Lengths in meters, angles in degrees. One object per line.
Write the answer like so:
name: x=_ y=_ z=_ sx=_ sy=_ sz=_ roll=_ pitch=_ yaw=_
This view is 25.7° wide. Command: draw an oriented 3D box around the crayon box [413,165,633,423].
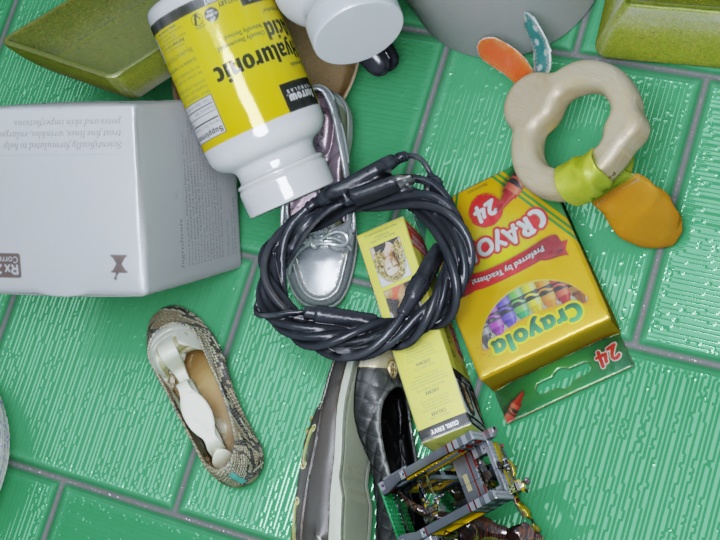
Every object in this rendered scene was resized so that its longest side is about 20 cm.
crayon box: x=0.141 y=0.015 z=1.373 sx=0.126 sy=0.051 sz=0.201 roll=-27 pitch=67 yaw=11

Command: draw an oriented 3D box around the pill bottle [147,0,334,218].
pill bottle: x=-0.098 y=-0.153 z=1.372 sx=0.111 sy=0.111 sz=0.201 roll=-23 pitch=93 yaw=13

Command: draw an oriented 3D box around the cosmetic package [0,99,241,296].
cosmetic package: x=-0.224 y=-0.071 z=1.431 sx=0.164 sy=0.200 sz=0.166 roll=0 pitch=97 yaw=20

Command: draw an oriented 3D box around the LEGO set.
LEGO set: x=0.113 y=0.213 z=1.264 sx=0.116 sy=0.153 sz=0.201 roll=-33 pitch=56 yaw=27

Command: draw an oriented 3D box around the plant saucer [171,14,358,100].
plant saucer: x=-0.087 y=-0.199 z=1.535 sx=0.199 sy=0.035 sz=0.202 roll=-6 pitch=71 yaw=18

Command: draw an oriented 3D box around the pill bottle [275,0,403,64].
pill bottle: x=-0.033 y=-0.280 z=1.355 sx=0.111 sy=0.112 sz=0.201 roll=-27 pitch=63 yaw=11

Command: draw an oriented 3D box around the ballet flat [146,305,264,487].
ballet flat: x=-0.151 y=0.105 z=1.441 sx=0.068 sy=0.075 sz=0.201 roll=-34 pitch=65 yaw=9

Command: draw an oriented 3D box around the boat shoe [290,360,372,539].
boat shoe: x=-0.024 y=0.157 z=1.378 sx=0.060 sy=0.072 sz=0.203 roll=-7 pitch=63 yaw=30

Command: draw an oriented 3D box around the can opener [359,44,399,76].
can opener: x=-0.032 y=-0.263 z=1.460 sx=0.078 sy=0.063 sz=0.201 roll=-34 pitch=88 yaw=34

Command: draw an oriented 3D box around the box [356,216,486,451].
box: x=0.055 y=0.059 z=1.380 sx=0.050 sy=0.075 sz=0.201 roll=-23 pitch=66 yaw=12

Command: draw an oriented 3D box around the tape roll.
tape roll: x=0.116 y=-0.312 z=1.436 sx=0.201 sy=0.139 sz=0.204 roll=-6 pitch=71 yaw=18

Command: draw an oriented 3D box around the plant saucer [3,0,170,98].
plant saucer: x=-0.207 y=-0.230 z=1.504 sx=0.199 sy=0.048 sz=0.199 roll=-38 pitch=38 yaw=-27

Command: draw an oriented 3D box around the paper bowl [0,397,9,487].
paper bowl: x=-0.425 y=0.175 z=1.507 sx=0.199 sy=0.104 sz=0.202 roll=-7 pitch=71 yaw=19

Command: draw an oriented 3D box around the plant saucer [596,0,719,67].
plant saucer: x=0.317 y=-0.282 z=1.392 sx=0.199 sy=0.048 sz=0.201 roll=9 pitch=77 yaw=23

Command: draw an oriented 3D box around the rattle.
rattle: x=0.195 y=-0.125 z=1.374 sx=0.200 sy=0.142 sz=0.131 roll=51 pitch=122 yaw=49

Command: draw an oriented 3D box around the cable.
cable: x=0.000 y=0.000 z=1.358 sx=0.199 sy=0.051 sz=0.164 roll=-28 pitch=70 yaw=7

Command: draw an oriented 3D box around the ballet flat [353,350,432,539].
ballet flat: x=0.035 y=0.157 z=1.354 sx=0.057 sy=0.066 sz=0.202 roll=-16 pitch=78 yaw=37

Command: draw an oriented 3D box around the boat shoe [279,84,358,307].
boat shoe: x=-0.039 y=-0.066 z=1.441 sx=0.074 sy=0.065 sz=0.204 roll=4 pitch=88 yaw=7
